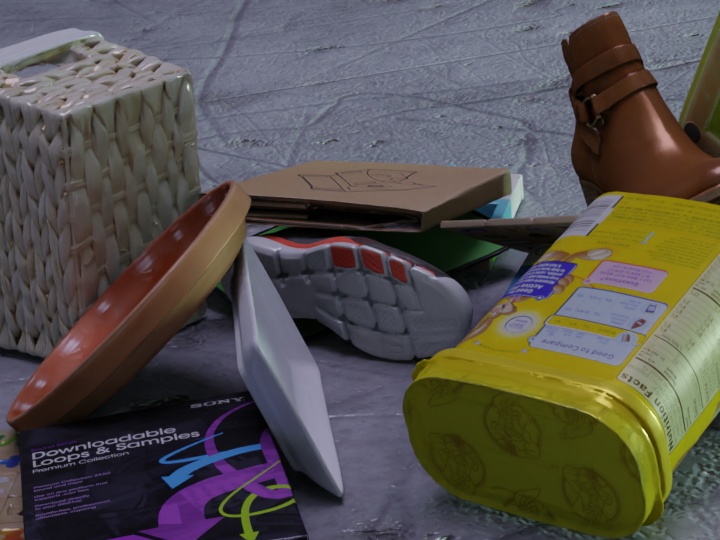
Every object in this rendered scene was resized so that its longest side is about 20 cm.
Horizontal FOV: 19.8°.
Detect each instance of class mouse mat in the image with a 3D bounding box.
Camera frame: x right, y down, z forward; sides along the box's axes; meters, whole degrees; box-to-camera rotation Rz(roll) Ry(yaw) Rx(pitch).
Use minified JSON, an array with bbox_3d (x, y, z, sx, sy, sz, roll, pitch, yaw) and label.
[{"bbox_3d":[-0.006,-0.011,1.467,0.199,0.008,0.161,-23,31,-26],"label":"mouse mat"}]

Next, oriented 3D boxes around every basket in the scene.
[{"bbox_3d":[-0.191,-0.048,1.399,0.123,0.202,0.135,16,29,39],"label":"basket"}]

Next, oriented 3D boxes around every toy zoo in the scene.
[{"bbox_3d":[0.051,-0.041,1.566,0.130,0.021,0.200,-2,20,13],"label":"toy zoo"}]

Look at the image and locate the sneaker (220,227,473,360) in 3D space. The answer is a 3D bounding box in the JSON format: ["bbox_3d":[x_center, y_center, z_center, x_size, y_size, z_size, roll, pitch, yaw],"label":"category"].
[{"bbox_3d":[0.000,0.000,1.363,0.199,0.078,0.082,14,29,35],"label":"sneaker"}]

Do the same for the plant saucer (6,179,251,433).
[{"bbox_3d":[-0.136,0.027,1.251,0.200,0.032,0.200,-44,10,10],"label":"plant saucer"}]

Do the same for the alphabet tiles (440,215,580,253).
[{"bbox_3d":[0.177,-0.023,1.343,0.199,0.008,0.167,-2,-8,29],"label":"alphabet tiles"}]

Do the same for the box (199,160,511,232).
[{"bbox_3d":[0.002,-0.054,1.444,0.162,0.021,0.200,4,10,21],"label":"box"}]

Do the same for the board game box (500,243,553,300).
[{"bbox_3d":[0.191,0.028,1.285,0.198,0.047,0.151,-1,20,17],"label":"board game box"}]

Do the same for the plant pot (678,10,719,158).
[{"bbox_3d":[0.342,-0.138,1.410,0.181,0.200,0.200,-30,60,-35],"label":"plant pot"}]

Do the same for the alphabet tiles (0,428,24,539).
[{"bbox_3d":[-0.167,0.123,1.189,0.198,0.006,0.167,-4,19,5],"label":"alphabet tiles"}]

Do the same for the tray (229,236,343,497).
[{"bbox_3d":[-0.050,0.054,1.211,0.022,0.108,0.200,-26,19,3],"label":"tray"}]

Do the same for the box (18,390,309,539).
[{"bbox_3d":[-0.110,0.125,1.104,0.142,0.036,0.200,-9,18,-8],"label":"box"}]

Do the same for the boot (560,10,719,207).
[{"bbox_3d":[0.193,-0.102,1.408,0.073,0.156,0.200,-12,-1,-23],"label":"boot"}]

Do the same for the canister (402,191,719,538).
[{"bbox_3d":[0.138,0.044,1.129,0.148,0.087,0.200,11,39,36],"label":"canister"}]
